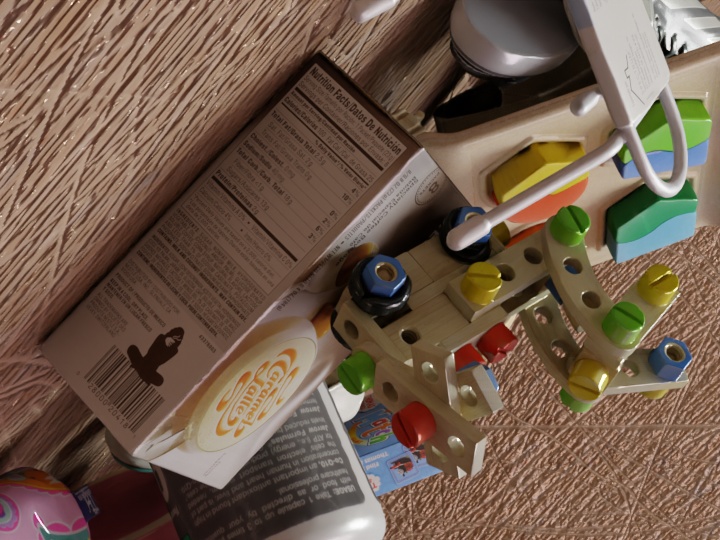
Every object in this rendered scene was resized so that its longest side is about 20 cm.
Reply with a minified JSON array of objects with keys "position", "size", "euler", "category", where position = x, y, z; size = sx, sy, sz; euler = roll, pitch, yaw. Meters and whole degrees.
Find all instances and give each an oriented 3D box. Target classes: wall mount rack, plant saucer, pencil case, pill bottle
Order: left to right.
[{"position":[-0.220,0.177,0.855],"size":[0.200,0.087,0.088],"euler":[-34,165,-52],"category":"pencil case"},{"position":[-0.149,0.172,1.055],"size":[0.200,0.051,0.201],"euler":[-20,-167,5],"category":"plant saucer"},{"position":[-0.054,0.124,0.947],"size":[0.113,0.201,0.113],"euler":[-22,162,-8],"category":"pill bottle"},{"position":[0.083,-0.108,0.795],"size":[0.074,0.201,0.174],"euler":[-13,-160,34],"category":"wall mount rack"}]

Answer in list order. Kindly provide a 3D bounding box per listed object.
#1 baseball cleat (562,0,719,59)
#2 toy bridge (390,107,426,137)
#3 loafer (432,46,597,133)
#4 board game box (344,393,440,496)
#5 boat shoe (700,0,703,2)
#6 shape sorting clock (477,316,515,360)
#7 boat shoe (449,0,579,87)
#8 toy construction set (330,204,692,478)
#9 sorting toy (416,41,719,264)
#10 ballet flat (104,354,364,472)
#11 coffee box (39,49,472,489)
[{"position":[0.167,-0.134,0.965],"size":[0.070,0.200,0.107],"euler":[-20,-146,38],"category":"baseball cleat"},{"position":[-0.023,-0.049,0.954],"size":[0.200,0.027,0.067],"euler":[-38,167,-40],"category":"toy bridge"},{"position":[0.125,-0.123,1.088],"size":[0.200,0.067,0.076],"euler":[-38,-162,28],"category":"loafer"},{"position":[-0.046,0.145,1.204],"size":[0.199,0.037,0.151],"euler":[-21,-170,-1],"category":"board game box"},{"position":[0.198,-0.212,1.101],"size":[0.075,0.075,0.202],"euler":[-49,-167,-29],"category":"boat shoe"},{"position":[0.066,0.001,1.227],"size":[0.200,0.039,0.201],"euler":[-40,-141,44],"category":"shape sorting clock"},{"position":[0.090,-0.141,0.980],"size":[0.066,0.070,0.200],"euler":[-51,179,31],"category":"boat shoe"},{"position":[0.064,0.034,0.789],"size":[0.200,0.131,0.092],"euler":[-21,154,-47],"category":"toy construction set"},{"position":[0.137,-0.046,0.976],"size":[0.199,0.037,0.185],"euler":[-16,150,-2],"category":"sorting toy"},{"position":[-0.075,0.077,1.077],"size":[0.199,0.070,0.070],"euler":[-9,148,-40],"category":"ballet flat"},{"position":[-0.046,0.005,0.832],"size":[0.200,0.080,0.114],"euler":[-46,157,1],"category":"coffee box"}]
